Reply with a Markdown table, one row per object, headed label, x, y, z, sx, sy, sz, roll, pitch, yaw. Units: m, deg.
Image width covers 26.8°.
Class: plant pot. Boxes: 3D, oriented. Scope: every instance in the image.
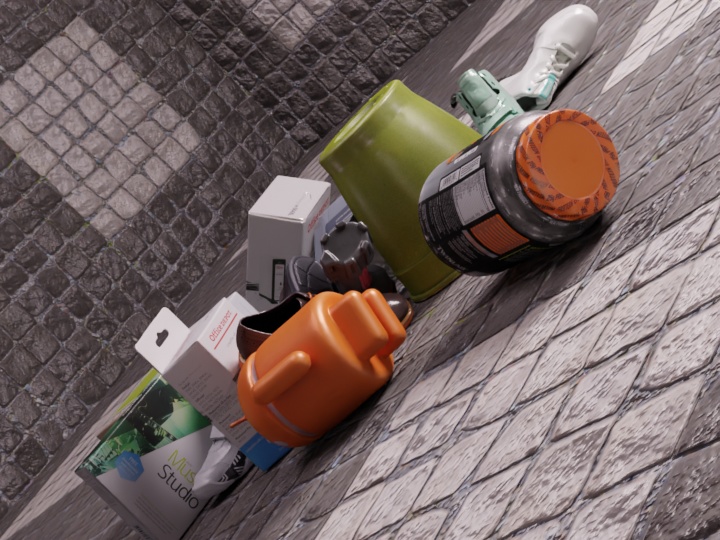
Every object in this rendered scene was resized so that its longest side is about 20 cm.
| label | x | y | z | sx | sy | sz | roll | pitch | yaw |
| --- | --- | --- | --- | --- | --- | --- | --- | --- | --- |
| plant pot | 0.062 | -0.104 | 1.700 | 0.200 | 0.193 | 0.200 | -45 | 9 | 9 |

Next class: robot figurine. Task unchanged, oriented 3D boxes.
| label | x | y | z | sx | sy | sz | roll | pitch | yaw |
| --- | --- | --- | --- | --- | --- | --- | --- | --- | --- |
| robot figurine | -0.045 | 0.102 | 1.540 | 0.200 | 0.116 | 0.144 | -41 | 21 | 24 |

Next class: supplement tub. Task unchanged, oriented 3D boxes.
| label | x | y | z | sx | sy | sz | roll | pitch | yaw |
| --- | --- | --- | --- | --- | --- | --- | --- | --- | --- |
| supplement tub | 0.145 | -0.072 | 1.391 | 0.123 | 0.122 | 0.200 | -50 | 10 | -26 |

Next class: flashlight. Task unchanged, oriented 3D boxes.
| label | x | y | z | sx | sy | sz | roll | pitch | yaw |
| --- | --- | --- | --- | --- | --- | --- | --- | --- | --- |
| flashlight | 0.000 | 0.000 | 1.676 | 0.200 | 0.067 | 0.068 | 73 | -166 | -68 |

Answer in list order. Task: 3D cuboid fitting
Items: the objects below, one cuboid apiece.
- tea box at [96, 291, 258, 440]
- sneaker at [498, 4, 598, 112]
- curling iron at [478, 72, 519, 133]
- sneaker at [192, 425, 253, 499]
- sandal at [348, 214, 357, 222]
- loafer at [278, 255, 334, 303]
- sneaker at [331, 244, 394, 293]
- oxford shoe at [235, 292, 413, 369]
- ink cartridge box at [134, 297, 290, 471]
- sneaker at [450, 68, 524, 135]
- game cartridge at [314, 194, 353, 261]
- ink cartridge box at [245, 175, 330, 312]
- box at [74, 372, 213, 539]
| label | x | y | z | sx | sy | sz | roll | pitch | yaw |
| --- | --- | --- | --- | --- | --- | --- | --- | --- | --- |
| tea box | -0.211 | 0.166 | 1.975 | 0.200 | 0.134 | 0.197 | -36 | 13 | 52 |
| sneaker | 0.244 | -0.256 | 1.981 | 0.200 | 0.075 | 0.089 | -49 | 20 | 19 |
| curling iron | 0.189 | -0.214 | 2.130 | 0.049 | 0.026 | 0.200 | 6 | 46 | 30 |
| sneaker | -0.155 | 0.165 | 1.770 | 0.200 | 0.115 | 0.075 | -50 | 9 | -25 |
| sandal | 0.017 | -0.083 | 1.855 | 0.200 | 0.045 | 0.075 | -52 | 34 | 36 |
| loafer | -0.058 | 0.073 | 1.744 | 0.063 | 0.071 | 0.201 | -56 | 32 | 37 |
| sneaker | -0.004 | 0.001 | 1.856 | 0.130 | 0.079 | 0.200 | -115 | 49 | -78 |
| oxford shoe | -0.037 | 0.057 | 1.623 | 0.199 | 0.073 | 0.071 | -18 | 42 | -13 |
| ink cartridge box | -0.144 | 0.112 | 1.678 | 0.067 | 0.200 | 0.116 | -42 | 10 | 24 |
| sneaker | 0.159 | -0.186 | 1.858 | 0.074 | 0.118 | 0.201 | -42 | 11 | 12 |
| game cartridge | 0.003 | -0.050 | 1.950 | 0.200 | 0.041 | 0.134 | -39 | 48 | 47 |
| ink cartridge box | -0.101 | -0.013 | 2.092 | 0.146 | 0.084 | 0.201 | -60 | -23 | -62 |
| box | -0.225 | 0.214 | 1.788 | 0.036 | 0.144 | 0.200 | -27 | 20 | 51 |
